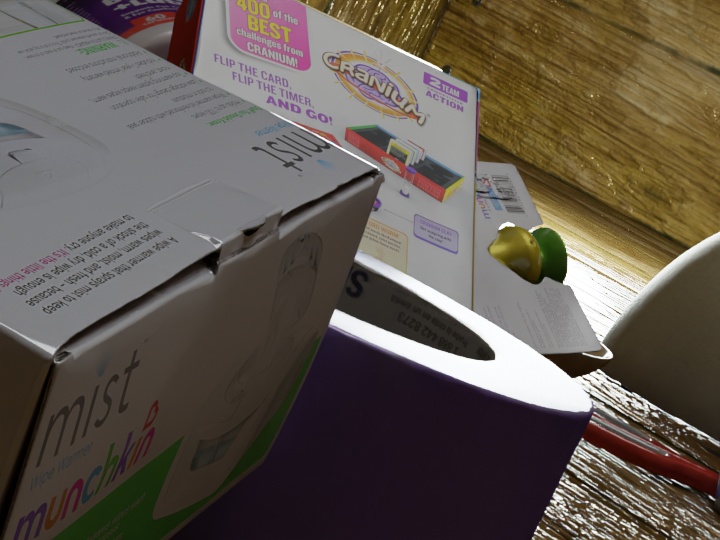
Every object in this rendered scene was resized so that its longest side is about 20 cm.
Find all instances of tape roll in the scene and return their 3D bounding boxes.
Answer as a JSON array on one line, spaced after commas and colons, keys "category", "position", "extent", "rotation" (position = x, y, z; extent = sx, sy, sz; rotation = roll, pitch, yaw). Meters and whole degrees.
[{"category": "tape roll", "position": [-0.034, 0.034, 0.743], "extent": [0.199, 0.085, 0.200], "rotation": [25, 7, -3]}]

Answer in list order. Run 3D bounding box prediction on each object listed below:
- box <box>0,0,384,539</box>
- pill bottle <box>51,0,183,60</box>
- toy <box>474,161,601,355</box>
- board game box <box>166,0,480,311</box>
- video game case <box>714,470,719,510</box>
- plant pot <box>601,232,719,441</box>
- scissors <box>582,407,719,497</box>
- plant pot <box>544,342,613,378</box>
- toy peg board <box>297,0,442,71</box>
[{"category": "box", "position": [-0.112, -0.006, 0.550], "extent": [0.176, 0.097, 0.200], "rotation": [27, 19, 10]}, {"category": "pill bottle", "position": [-0.121, -0.096, 1.293], "extent": [0.111, 0.112, 0.200], "rotation": [22, 8, -27]}, {"category": "toy", "position": [0.014, 0.001, 1.155], "extent": [0.199, 0.047, 0.116], "rotation": [-2, 56, -36]}, {"category": "board game box", "position": [-0.020, -0.038, 1.091], "extent": [0.152, 0.040, 0.201], "rotation": [24, 40, -17]}, {"category": "video game case", "position": [0.301, 0.084, 1.191], "extent": [0.181, 0.200, 0.046], "rotation": [26, 44, -5]}, {"category": "plant pot", "position": [0.273, 0.044, 1.600], "extent": [0.199, 0.135, 0.200], "rotation": [26, 7, -4]}, {"category": "scissors", "position": [0.193, 0.118, 1.266], "extent": [0.199, 0.014, 0.073], "rotation": [28, 4, 8]}, {"category": "plant pot", "position": [0.057, 0.019, 1.450], "extent": [0.199, 0.028, 0.200], "rotation": [26, 7, -4]}, {"category": "toy peg board", "position": [-0.027, -0.164, 2.354], "extent": [0.199, 0.098, 0.199], "rotation": [24, 23, -9]}]
